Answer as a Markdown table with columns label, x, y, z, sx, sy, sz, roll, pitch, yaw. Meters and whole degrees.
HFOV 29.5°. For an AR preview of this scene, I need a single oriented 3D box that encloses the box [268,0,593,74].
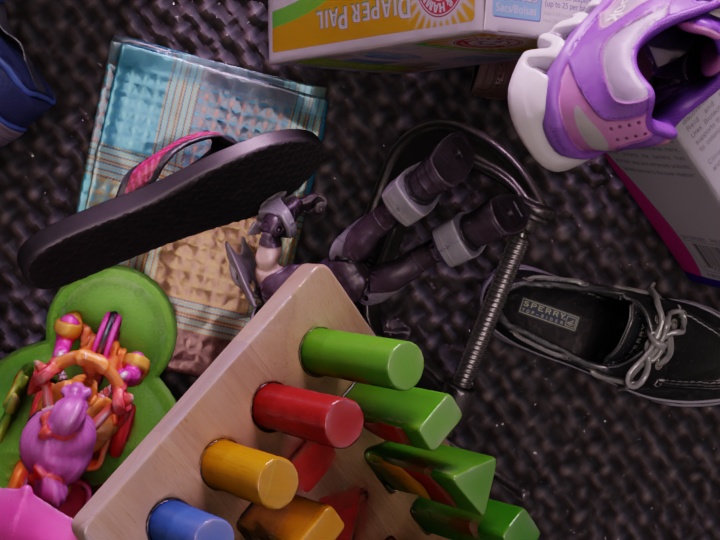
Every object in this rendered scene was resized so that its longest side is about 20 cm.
| label | x | y | z | sx | sy | sz | roll | pitch | yaw |
| --- | --- | --- | --- | --- | --- | --- | --- | --- | --- |
| box | 0.044 | -0.173 | 0.777 | 0.111 | 0.199 | 0.103 | -2 | 93 | -38 |

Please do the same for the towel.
| label | x | y | z | sx | sy | sz | roll | pitch | yaw |
| --- | --- | --- | --- | --- | --- | --- | --- | --- | --- |
| towel | -0.108 | -0.035 | 0.870 | 0.144 | 0.022 | 0.203 | 13 | 92 | -6 |

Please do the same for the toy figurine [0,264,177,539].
| label | x | y | z | sx | sy | sz | roll | pitch | yaw |
| --- | --- | --- | --- | --- | --- | --- | --- | --- | --- |
| toy figurine | -0.167 | 0.107 | 0.778 | 0.148 | 0.184 | 0.203 | 20 | 97 | -8 |

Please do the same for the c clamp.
| label | x | y | z | sx | sy | sz | roll | pitch | yaw |
| --- | --- | --- | --- | --- | --- | --- | --- | --- | --- |
| c clamp | 0.062 | 0.015 | 0.848 | 0.169 | 0.027 | 0.203 | 22 | 102 | 30 |

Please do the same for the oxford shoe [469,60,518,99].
| label | x | y | z | sx | sy | sz | roll | pitch | yaw |
| --- | --- | --- | --- | --- | --- | --- | --- | --- | --- |
| oxford shoe | 0.086 | -0.208 | 0.859 | 0.072 | 0.071 | 0.203 | -9 | 94 | -1 |

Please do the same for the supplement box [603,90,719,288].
| label | x | y | z | sx | sy | sz | roll | pitch | yaw |
| --- | --- | --- | --- | --- | --- | --- | --- | --- | --- |
| supplement box | 0.210 | -0.093 | 0.831 | 0.103 | 0.101 | 0.200 | -45 | 113 | -11 |

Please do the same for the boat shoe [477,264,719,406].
| label | x | y | z | sx | sy | sz | roll | pitch | yaw |
| --- | --- | --- | --- | --- | --- | --- | --- | --- | --- |
| boat shoe | 0.175 | 0.041 | 0.880 | 0.197 | 0.068 | 0.075 | 21 | 91 | -6 |

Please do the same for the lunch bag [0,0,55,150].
| label | x | y | z | sx | sy | sz | roll | pitch | yaw |
| --- | --- | --- | --- | --- | --- | --- | --- | --- | --- |
| lunch bag | -0.275 | -0.144 | 0.790 | 0.132 | 0.136 | 0.201 | -38 | 95 | -3 |

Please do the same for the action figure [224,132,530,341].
| label | x | y | z | sx | sy | sz | roll | pitch | yaw |
| --- | --- | --- | --- | --- | --- | --- | --- | --- | --- |
| action figure | 0.000 | 0.000 | 0.820 | 0.199 | 0.069 | 0.131 | -32 | 102 | 29 |

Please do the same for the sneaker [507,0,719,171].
| label | x | y | z | sx | sy | sz | roll | pitch | yaw |
| --- | --- | --- | --- | --- | --- | --- | --- | --- | --- |
| sneaker | 0.161 | -0.131 | 0.690 | 0.081 | 0.088 | 0.201 | 47 | 68 | -30 |

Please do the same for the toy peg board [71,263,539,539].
| label | x | y | z | sx | sy | sz | roll | pitch | yaw |
| --- | --- | --- | --- | --- | --- | --- | --- | --- | --- |
| toy peg board | -0.012 | 0.138 | 0.736 | 0.199 | 0.097 | 0.201 | -48 | 119 | -26 |

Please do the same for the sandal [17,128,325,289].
| label | x | y | z | sx | sy | sz | roll | pitch | yaw |
| --- | --- | --- | --- | --- | --- | --- | --- | --- | --- |
| sandal | -0.116 | -0.050 | 0.825 | 0.198 | 0.075 | 0.045 | -22 | 64 | -9 |
